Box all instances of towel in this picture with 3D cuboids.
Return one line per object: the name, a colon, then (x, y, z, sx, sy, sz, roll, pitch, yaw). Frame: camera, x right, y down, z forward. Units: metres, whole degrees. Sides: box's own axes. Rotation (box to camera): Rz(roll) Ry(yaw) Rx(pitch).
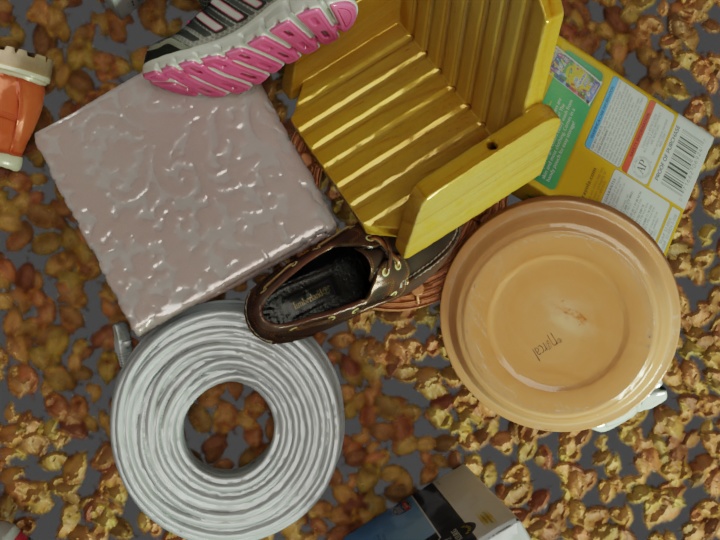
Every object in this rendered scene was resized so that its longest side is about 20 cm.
towel: (-0.144, -0.072, 0.954, 0.189, 0.032, 0.202, -29, 76, -4)

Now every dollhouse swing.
dollhouse swing: (0.035, -0.160, 0.862, 0.180, 0.176, 0.201, -32, 63, -5)

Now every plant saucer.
plant saucer: (0.162, 0.040, 0.958, 0.197, 0.032, 0.203, 3, 107, 11)

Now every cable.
cable: (-0.109, 0.126, 0.969, 0.197, 0.069, 0.203, -2, 91, -7)

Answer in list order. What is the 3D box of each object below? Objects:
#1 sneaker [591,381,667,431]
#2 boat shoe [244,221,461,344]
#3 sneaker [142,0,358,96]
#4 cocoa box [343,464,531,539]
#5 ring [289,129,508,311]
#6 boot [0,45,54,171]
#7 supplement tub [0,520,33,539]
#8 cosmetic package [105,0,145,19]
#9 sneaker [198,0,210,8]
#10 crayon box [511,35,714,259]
sneaker: (0.181, 0.050, 1.004, 0.081, 0.075, 0.201, -35, 94, 4)
boat shoe: (0.000, 0.000, 0.928, 0.199, 0.070, 0.071, -31, 87, -14)
sneaker: (-0.091, -0.202, 0.907, 0.198, 0.073, 0.089, -19, 70, 32)
cocoa box: (0.078, 0.260, 0.928, 0.130, 0.200, 0.134, -30, 95, -5)
ring: (0.029, -0.066, 0.982, 0.197, 0.019, 0.204, 0, 90, -7)
boot: (-0.357, -0.142, 0.937, 0.197, 0.075, 0.109, 13, 95, -7)
supplement tub: (-0.257, 0.310, 0.920, 0.200, 0.140, 0.141, 41, 87, -6)
cosmetic package: (-0.133, -0.290, 0.918, 0.199, 0.151, 0.052, -40, 95, -4)
sneaker: (-0.050, -0.262, 0.967, 0.199, 0.078, 0.092, -34, 92, 3)
crayon box: (0.190, -0.105, 0.986, 0.198, 0.051, 0.127, 29, 78, -16)
